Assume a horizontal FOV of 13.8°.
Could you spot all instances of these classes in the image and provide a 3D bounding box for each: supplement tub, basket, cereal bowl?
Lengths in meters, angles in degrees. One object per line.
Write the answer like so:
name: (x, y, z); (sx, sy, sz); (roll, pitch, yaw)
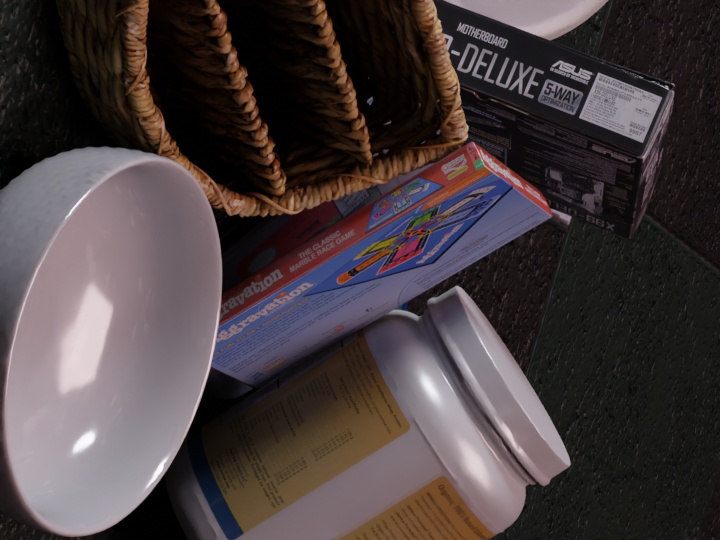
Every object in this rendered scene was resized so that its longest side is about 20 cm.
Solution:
supplement tub: (0.004, 0.113, 1.707); (0.200, 0.145, 0.145); (-32, 151, 6)
basket: (-0.056, -0.118, 1.529); (0.143, 0.149, 0.200); (-43, 140, -24)
cereal bowl: (-0.154, 0.030, 1.509); (0.200, 0.083, 0.201); (-41, 138, -51)

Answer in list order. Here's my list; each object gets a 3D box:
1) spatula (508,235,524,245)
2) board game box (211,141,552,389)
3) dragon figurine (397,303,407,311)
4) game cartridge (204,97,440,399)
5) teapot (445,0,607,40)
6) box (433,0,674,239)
spatula: (0.040, -0.058, 1.790); (0.200, 0.056, 0.021); (31, 66, -45)
board game box: (0.000, 0.000, 1.631); (0.103, 0.200, 0.019); (30, 33, -63)
dragon figurine: (-0.009, 0.016, 1.825); (0.200, 0.059, 0.100); (-57, 149, -33)
game cartridge: (-0.028, -0.016, 1.697); (0.200, 0.041, 0.133); (-41, 151, -5)
teapot: (0.070, -0.239, 1.771); (0.197, 0.146, 0.200); (4, 118, -37)
box: (0.080, -0.095, 1.742); (0.158, 0.200, 0.050); (79, 33, -73)
